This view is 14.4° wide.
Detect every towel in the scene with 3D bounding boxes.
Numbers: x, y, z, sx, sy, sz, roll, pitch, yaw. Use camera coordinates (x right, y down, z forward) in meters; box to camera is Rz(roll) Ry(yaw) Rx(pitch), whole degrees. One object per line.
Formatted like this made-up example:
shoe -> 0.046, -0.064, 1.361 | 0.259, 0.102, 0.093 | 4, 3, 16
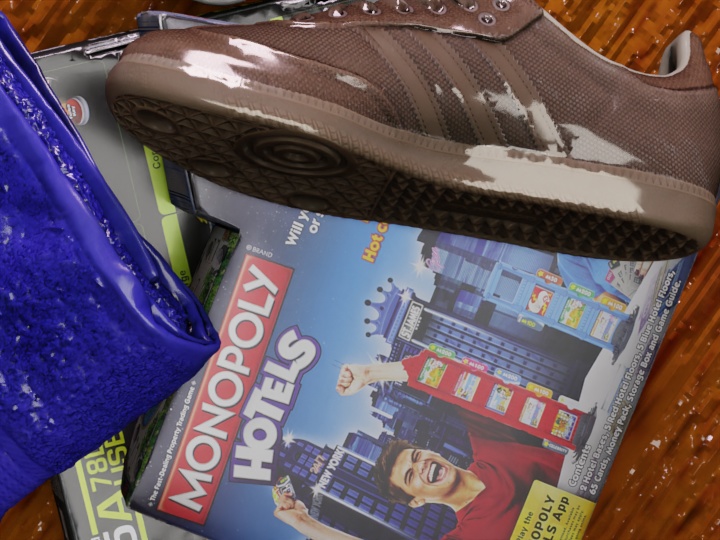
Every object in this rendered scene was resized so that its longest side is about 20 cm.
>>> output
towel -> -0.160, 0.024, 0.915 | 0.200, 0.050, 0.148 | -39, 78, 18

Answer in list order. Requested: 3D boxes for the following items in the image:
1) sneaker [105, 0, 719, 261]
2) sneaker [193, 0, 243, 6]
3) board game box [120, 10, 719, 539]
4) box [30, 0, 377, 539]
sneaker -> 0.019, -0.057, 0.896 | 0.200, 0.070, 0.076 | 13, 71, -16
sneaker -> -0.061, -0.193, 0.950 | 0.078, 0.090, 0.200 | -21, 87, -9
board game box -> 0.000, 0.000, 0.951 | 0.200, 0.062, 0.200 | 23, 89, -13
box -> -0.027, 0.005, 1.000 | 0.193, 0.048, 0.200 | -15, 97, -9
